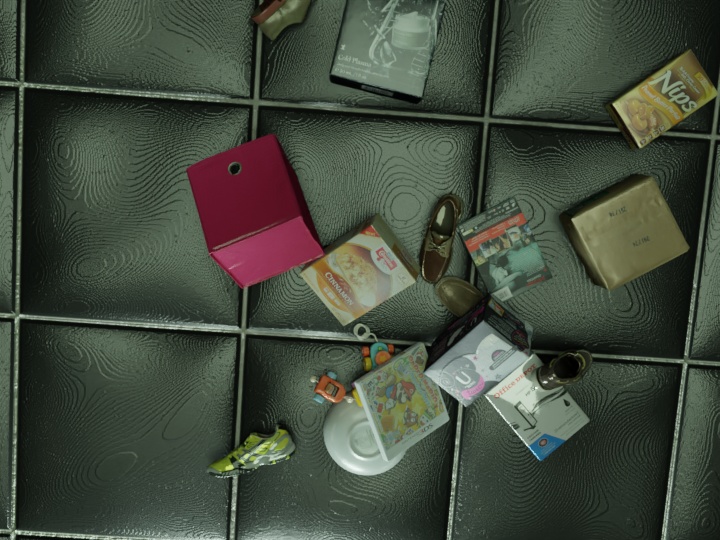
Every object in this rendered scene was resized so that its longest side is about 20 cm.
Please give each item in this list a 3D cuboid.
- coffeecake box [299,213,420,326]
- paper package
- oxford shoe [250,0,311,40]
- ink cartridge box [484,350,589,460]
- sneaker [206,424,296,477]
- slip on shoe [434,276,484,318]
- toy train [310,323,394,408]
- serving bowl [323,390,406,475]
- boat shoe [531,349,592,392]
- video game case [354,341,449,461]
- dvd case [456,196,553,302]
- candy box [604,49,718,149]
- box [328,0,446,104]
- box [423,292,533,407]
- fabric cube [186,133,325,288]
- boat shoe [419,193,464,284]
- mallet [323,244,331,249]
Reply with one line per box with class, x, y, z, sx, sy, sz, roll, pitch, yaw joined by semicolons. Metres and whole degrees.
coffeecake box;0.000;0.000;1.662;0.200;0.073;0.154;-33;104;25
paper package;0.562;-0.083;1.689;0.200;0.103;0.191;-28;95;3
oxford shoe;-0.131;-0.562;1.646;0.200;0.070;0.075;-36;123;2
ink cartridge box;0.380;0.291;1.740;0.146;0.084;0.200;-41;96;3
sneaker;-0.247;0.403;1.756;0.199;0.075;0.077;-18;90;-9
slip on shoe;0.249;0.087;1.724;0.200;0.061;0.076;42;95;-6
toy train;-0.007;0.218;1.705;0.150;0.056;0.200;35;74;-4
serving bowl;0.016;0.366;1.753;0.199;0.066;0.201;0;97;0
boat shoe;0.445;0.207;1.689;0.059;0.200;0.072;-35;73;45
video game case;0.094;0.283;1.709;0.182;0.023;0.200;-28;109;-26
dvd case;0.316;-0.041;1.730;0.146;0.022;0.200;-27;95;2
candy box;0.639;-0.362;1.678;0.200;0.055;0.116;-35;96;3
box;0.053;-0.467;1.623;0.199;0.124;0.197;13;95;-3
box;0.249;0.171;1.666;0.132;0.115;0.200;39;125;-8
fabric cube;-0.210;-0.115;1.587;0.196;0.200;0.200;-21;66;2
boat shoe;0.167;-0.068;1.690;0.076;0.072;0.201;13;99;13
mallet;-0.031;-0.057;1.699;0.199;0.066;0.041;-12;85;1
